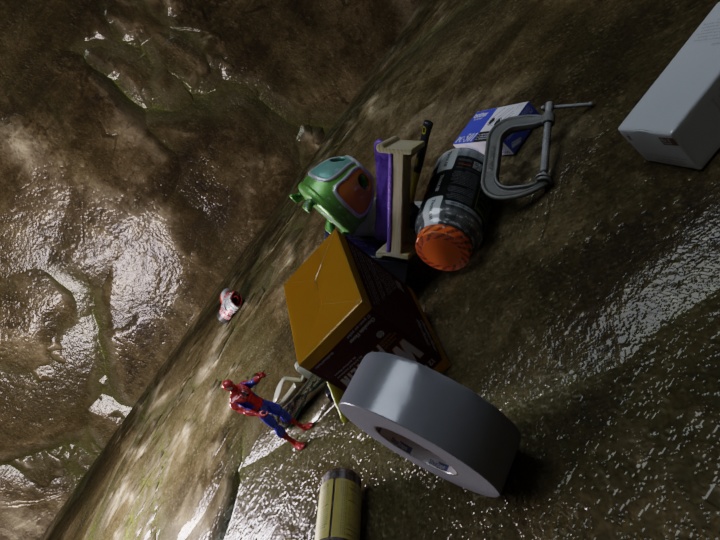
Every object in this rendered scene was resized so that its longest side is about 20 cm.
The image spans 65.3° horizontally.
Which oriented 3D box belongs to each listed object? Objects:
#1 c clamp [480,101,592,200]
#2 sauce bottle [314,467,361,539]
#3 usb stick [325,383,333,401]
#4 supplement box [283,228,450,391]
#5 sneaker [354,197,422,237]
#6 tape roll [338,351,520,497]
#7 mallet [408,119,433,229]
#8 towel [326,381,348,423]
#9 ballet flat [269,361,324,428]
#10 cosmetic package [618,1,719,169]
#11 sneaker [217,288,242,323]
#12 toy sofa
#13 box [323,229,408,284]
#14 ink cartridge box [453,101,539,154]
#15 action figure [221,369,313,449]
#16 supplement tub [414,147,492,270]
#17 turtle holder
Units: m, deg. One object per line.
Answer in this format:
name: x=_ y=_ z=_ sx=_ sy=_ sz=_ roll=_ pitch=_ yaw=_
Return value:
c clamp: x=0.286 y=-0.204 z=0.939 sx=0.168 sy=0.027 sz=0.204 roll=5 pitch=65 yaw=29
sauce bottle: x=-0.033 y=0.366 z=0.750 sx=0.065 sy=0.064 sz=0.202 roll=-42 pitch=22 yaw=27
usb stick: x=0.005 y=0.170 z=1.034 sx=0.200 sy=0.032 sz=0.056 roll=-45 pitch=15 yaw=24
supplement box: x=0.004 y=0.083 z=0.879 sx=0.133 sy=0.199 sz=0.198 roll=-44 pitch=33 yaw=15
sneaker: x=0.069 y=-0.091 z=1.122 sx=0.100 sy=0.195 sz=0.079 roll=-99 pitch=7 yaw=-53
tape roll: x=0.075 y=0.172 z=0.629 sx=0.199 sy=0.199 sz=0.067 roll=-13 pitch=43 yaw=61
mallet: x=0.107 y=-0.168 z=1.020 sx=0.066 sy=0.041 sz=0.202 roll=52 pitch=142 yaw=34
towel: x=-0.051 y=0.152 z=0.944 sx=0.018 sy=0.203 sz=0.086 roll=-27 pitch=-12 yaw=19
ballet flat: x=-0.124 y=0.235 z=1.155 sx=0.201 sy=0.075 sz=0.068 roll=-52 pitch=17 yaw=5
cosmetic package: x=0.425 y=-0.228 z=0.682 sx=0.201 sy=0.073 sz=0.102 roll=-53 pitch=20 yaw=7
sneaker: x=-0.512 y=0.113 z=2.242 sx=0.108 sy=0.067 sz=0.203 roll=-45 pitch=25 yaw=20
toy sofa: x=0.056 y=-0.128 z=0.995 sx=0.096 sy=0.204 sz=0.083 roll=9 pitch=25 yaw=21
box: x=0.000 y=0.000 z=1.102 sx=0.200 sy=0.145 sz=0.107 roll=-118 pitch=35 yaw=-71
ink cartridge box: x=0.274 y=-0.285 z=1.152 sx=0.095 sy=0.044 sz=0.200 roll=-53 pitch=19 yaw=-3
action figure: x=-0.162 y=0.252 z=1.029 sx=0.098 sy=0.199 sz=0.066 roll=-29 pitch=30 yaw=47
supplement tub: x=0.167 y=-0.108 z=0.991 sx=0.122 sy=0.122 sz=0.202 roll=-28 pitch=31 yaw=49
turtle holder: x=-0.043 y=-0.145 z=1.078 sx=0.132 sy=0.140 sz=0.186 roll=-50 pitch=5 yaw=0
